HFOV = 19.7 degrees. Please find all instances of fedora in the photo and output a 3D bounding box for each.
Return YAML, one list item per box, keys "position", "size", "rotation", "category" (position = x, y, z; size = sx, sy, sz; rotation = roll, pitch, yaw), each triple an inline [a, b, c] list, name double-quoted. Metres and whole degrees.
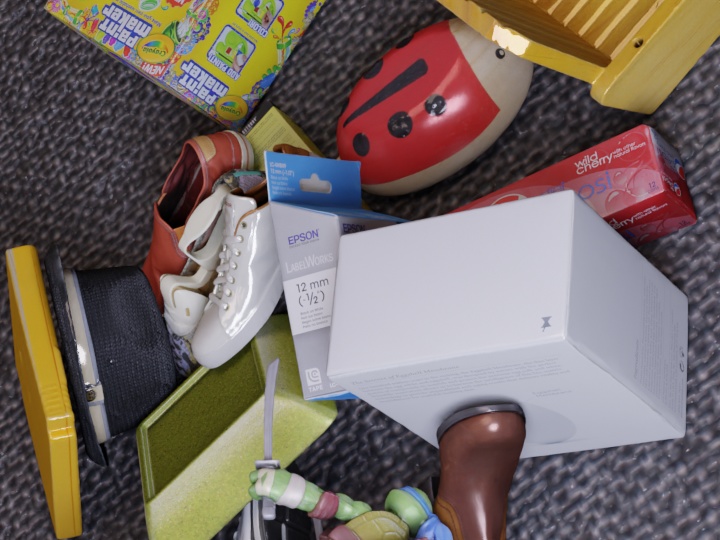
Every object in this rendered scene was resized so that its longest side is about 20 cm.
- position: [-0.214, 0.067, 1.810]
  size: [0.091, 0.201, 0.201]
  rotation: [-12, 54, -9]
  category: "fedora"

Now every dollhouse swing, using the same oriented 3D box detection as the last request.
- position: [0.165, -0.246, 1.671]
  size: [0.182, 0.176, 0.200]
  rotation: [-50, 48, 5]
  category: "dollhouse swing"

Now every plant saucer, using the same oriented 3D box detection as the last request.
- position: [-0.117, 0.129, 1.713]
  size: [0.200, 0.048, 0.200]
  rotation: [-44, 23, 10]
  category: "plant saucer"

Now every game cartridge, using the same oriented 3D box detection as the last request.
- position: [-0.277, 0.108, 1.827]
  size: [0.032, 0.177, 0.200]
  rotation: [-11, 54, -14]
  category: "game cartridge"

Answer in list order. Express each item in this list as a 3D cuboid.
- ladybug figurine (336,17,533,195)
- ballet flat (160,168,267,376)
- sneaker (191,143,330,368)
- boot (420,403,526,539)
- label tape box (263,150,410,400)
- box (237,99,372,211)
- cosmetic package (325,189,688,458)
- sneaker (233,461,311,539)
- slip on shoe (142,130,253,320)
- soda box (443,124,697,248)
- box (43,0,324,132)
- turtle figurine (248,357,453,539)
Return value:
- position: [0.053, -0.145, 1.767]
  size: [0.200, 0.072, 0.136]
  rotation: [-38, 51, 14]
  category: "ladybug figurine"
- position: [-0.137, -0.001, 1.800]
  size: [0.072, 0.072, 0.201]
  rotation: [39, 111, 41]
  category: "ballet flat"
- position: [-0.098, -0.017, 1.733]
  size: [0.200, 0.085, 0.073]
  rotation: [-58, 27, -3]
  category: "sneaker"
- position: [0.093, 0.217, 1.509]
  size: [0.188, 0.068, 0.200]
  rotation: [120, 146, -48]
  category: "boot"
- position: [0.000, 0.000, 1.647]
  size: [0.066, 0.143, 0.201]
  rotation: [-13, 82, 30]
  category: "label tape box"
- position: [-0.046, -0.061, 1.812]
  size: [0.075, 0.050, 0.200]
  rotation: [-47, 49, 7]
  category: "box"
- position: [0.113, 0.047, 1.545]
  size: [0.199, 0.200, 0.123]
  rotation: [-10, 62, 31]
  category: "cosmetic package"
- position: [-0.105, 0.241, 1.686]
  size: [0.115, 0.076, 0.201]
  rotation: [-15, 62, 27]
  category: "sneaker"
- position: [-0.162, -0.040, 1.849]
  size: [0.074, 0.061, 0.200]
  rotation: [53, 126, 38]
  category: "slip on shoe"
- position: [0.160, -0.039, 1.645]
  size: [0.200, 0.063, 0.070]
  rotation: [-25, 55, 24]
  category: "soda box"
- position: [-0.155, -0.265, 1.945]
  size: [0.200, 0.122, 0.193]
  rotation: [32, 89, 41]
  category: "box"
- position: [-0.052, 0.214, 1.532]
  size: [0.200, 0.144, 0.194]
  rotation: [37, 59, 18]
  category: "turtle figurine"
